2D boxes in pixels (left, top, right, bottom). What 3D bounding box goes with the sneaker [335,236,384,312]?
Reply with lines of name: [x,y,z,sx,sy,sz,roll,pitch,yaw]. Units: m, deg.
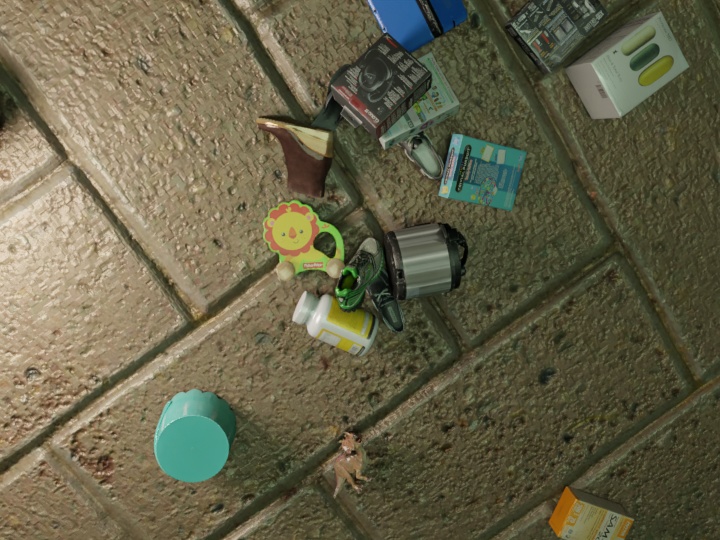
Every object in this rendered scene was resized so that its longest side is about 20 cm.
sneaker: [0.000,0.000,1.601,0.077,0.085,0.201,12,61,22]

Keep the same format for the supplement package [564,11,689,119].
supplement package: [0.634,-0.487,1.587,0.199,0.151,0.152,-36,104,1]

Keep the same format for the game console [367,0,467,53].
game console: [0.128,-0.637,1.558,0.170,0.118,0.201,-39,107,-30]

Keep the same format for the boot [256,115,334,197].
boot: [-0.164,-0.270,1.572,0.198,0.072,0.168,16,115,6]

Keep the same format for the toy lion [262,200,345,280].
toy lion: [-0.140,-0.076,1.625,0.197,0.069,0.194,-2,95,-7]

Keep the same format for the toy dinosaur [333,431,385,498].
toy dinosaur: [-0.029,0.505,1.752,0.135,0.086,0.200,39,111,-3]

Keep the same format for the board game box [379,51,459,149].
board game box: [0.112,-0.398,1.556,0.198,0.064,0.149,-27,80,-1]

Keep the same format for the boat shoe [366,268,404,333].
boat shoe: [0.058,0.068,1.671,0.071,0.068,0.202,-24,101,-2]

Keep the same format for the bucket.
bucket: [-0.412,0.416,1.650,0.204,0.135,0.210,-2,102,-7]

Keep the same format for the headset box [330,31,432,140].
headset box: [0.041,-0.409,1.493,0.149,0.077,0.200,44,86,11]

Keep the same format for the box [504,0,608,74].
box: [0.472,-0.604,1.593,0.158,0.050,0.200,43,94,-14]

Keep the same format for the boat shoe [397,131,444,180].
boat shoe: [0.136,-0.303,1.608,0.074,0.060,0.201,-35,104,3]

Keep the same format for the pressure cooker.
pressure cooker: [0.165,-0.024,1.610,0.197,0.176,0.181,-10,97,-5]

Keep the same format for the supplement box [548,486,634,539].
supplement box: [0.658,0.715,1.887,0.198,0.074,0.127,21,99,-12]

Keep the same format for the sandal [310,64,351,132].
sandal: [-0.058,-0.390,1.572,0.075,0.043,0.202,25,98,-12]

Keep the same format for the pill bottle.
pill bottle: [-0.063,0.128,1.647,0.198,0.112,0.113,25,98,-12]

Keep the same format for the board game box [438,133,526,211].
board game box: [0.300,-0.239,1.623,0.198,0.047,0.153,8,101,-27]
